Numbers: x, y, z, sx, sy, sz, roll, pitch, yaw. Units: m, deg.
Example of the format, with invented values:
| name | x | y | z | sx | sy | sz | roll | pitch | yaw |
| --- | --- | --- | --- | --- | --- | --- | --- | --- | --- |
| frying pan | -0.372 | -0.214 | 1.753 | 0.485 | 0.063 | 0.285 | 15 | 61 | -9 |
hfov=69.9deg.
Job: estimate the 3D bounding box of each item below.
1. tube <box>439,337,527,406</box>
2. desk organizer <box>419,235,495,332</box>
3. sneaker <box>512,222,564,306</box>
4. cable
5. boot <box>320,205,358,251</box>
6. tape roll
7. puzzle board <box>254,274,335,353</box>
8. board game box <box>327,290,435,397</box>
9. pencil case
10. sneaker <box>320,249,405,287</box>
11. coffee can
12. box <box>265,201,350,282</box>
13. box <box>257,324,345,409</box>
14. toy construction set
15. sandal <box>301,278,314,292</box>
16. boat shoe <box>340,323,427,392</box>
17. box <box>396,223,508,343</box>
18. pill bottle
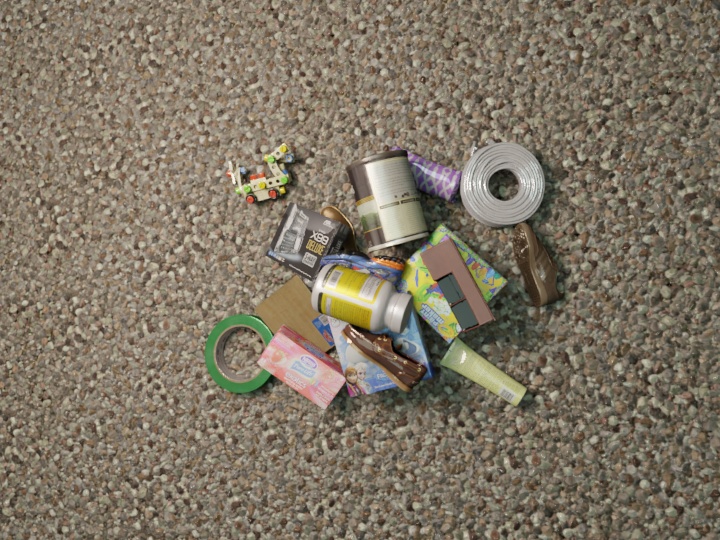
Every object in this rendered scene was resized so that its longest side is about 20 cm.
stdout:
| name | x | y | z | sx | sy | sz | roll | pitch | yaw |
| --- | --- | --- | --- | --- | --- | --- | --- | --- | --- |
| tube | 0.293 | 0.242 | 1.218 | 0.200 | 0.052 | 0.058 | 31 | 51 | 16 |
| desk organizer | 0.210 | 0.033 | 1.115 | 0.077 | 0.072 | 0.200 | -29 | 81 | 11 |
| sneaker | 0.417 | -0.019 | 1.206 | 0.075 | 0.070 | 0.200 | -15 | 91 | -15 |
| cable | 0.337 | -0.202 | 1.216 | 0.200 | 0.069 | 0.200 | 19 | 91 | 0 |
| boot | -0.051 | -0.080 | 1.303 | 0.074 | 0.075 | 0.200 | -27 | 79 | 11 |
| tape roll | -0.306 | 0.216 | 1.347 | 0.200 | 0.048 | 0.201 | -1 | 86 | 12 |
| puzzle board | -0.153 | 0.131 | 1.307 | 0.151 | 0.017 | 0.200 | -37 | 95 | 15 |
| board game box | 0.045 | 0.168 | 1.169 | 0.200 | 0.043 | 0.199 | -18 | 84 | 16 |
| pencil case | 0.158 | -0.242 | 1.269 | 0.200 | 0.084 | 0.086 | 25 | 53 | 11 |
| sneaker | 0.000 | 0.000 | 1.171 | 0.200 | 0.075 | 0.079 | 10 | 99 | 17 |
| coffee can | 0.062 | -0.156 | 1.176 | 0.146 | 0.146 | 0.200 | -15 | 91 | 11 |
| box | -0.135 | -0.070 | 1.292 | 0.200 | 0.050 | 0.158 | 27 | 92 | 40 |
| box | -0.139 | 0.232 | 1.256 | 0.200 | 0.103 | 0.095 | 36 | 94 | -4 |
| toy construction set | -0.263 | -0.250 | 1.354 | 0.200 | 0.092 | 0.131 | -8 | 108 | 19 |
| sandal | -0.099 | 0.035 | 1.314 | 0.202 | 0.083 | 0.050 | -3 | 42 | 14 |
| boat shoe | 0.052 | 0.172 | 1.109 | 0.200 | 0.070 | 0.070 | 37 | 107 | 5 |
| box | 0.203 | 0.032 | 1.214 | 0.200 | 0.122 | 0.193 | 44 | 95 | 12 |
| pill bottle | 0.006 | 0.064 | 1.101 | 0.200 | 0.112 | 0.113 | 18 | 89 | 16 |
